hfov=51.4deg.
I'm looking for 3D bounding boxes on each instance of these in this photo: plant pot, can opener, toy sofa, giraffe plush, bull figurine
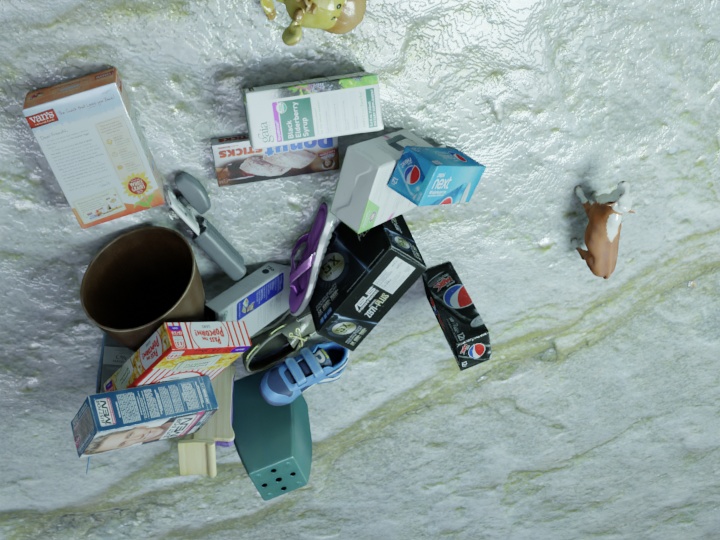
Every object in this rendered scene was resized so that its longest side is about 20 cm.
[{"bbox_3d":[-0.169,0.314,1.414,0.138,0.202,0.143,-20,130,1],"label":"plant pot"},{"bbox_3d":[-0.243,-0.065,1.204,0.065,0.053,0.201,-29,129,6],"label":"can opener"},{"bbox_3d":[-0.323,0.066,1.216,0.182,0.190,0.202,-18,144,-2],"label":"plant pot"},{"bbox_3d":[-0.273,0.264,1.347,0.095,0.202,0.085,1,127,-10],"label":"toy sofa"},{"bbox_3d":[-0.050,-0.369,0.961,0.194,0.164,0.176,-5,128,-13],"label":"giraffe plush"},{"bbox_3d":[0.432,-0.082,1.345,0.063,0.123,0.204,-10,128,-9],"label":"bull figurine"}]

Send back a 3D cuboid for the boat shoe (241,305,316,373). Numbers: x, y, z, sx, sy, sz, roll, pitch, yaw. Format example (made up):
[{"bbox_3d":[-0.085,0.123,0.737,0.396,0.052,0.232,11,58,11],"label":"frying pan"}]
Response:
[{"bbox_3d":[-0.130,0.121,1.370,0.198,0.061,0.073,-30,129,7],"label":"boat shoe"}]

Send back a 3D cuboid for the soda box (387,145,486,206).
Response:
[{"bbox_3d":[0.124,-0.147,1.169,0.198,0.064,0.069,-12,132,-59],"label":"soda box"}]

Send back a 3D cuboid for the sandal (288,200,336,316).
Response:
[{"bbox_3d":[-0.095,-0.025,1.261,0.049,0.083,0.207,14,106,-23],"label":"sandal"}]

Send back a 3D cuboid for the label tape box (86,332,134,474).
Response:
[{"bbox_3d":[-0.418,0.219,1.269,0.062,0.202,0.147,7,125,-20],"label":"label tape box"}]

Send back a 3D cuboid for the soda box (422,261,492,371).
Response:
[{"bbox_3d":[0.169,0.077,1.335,0.062,0.202,0.072,-18,130,-3],"label":"soda box"}]

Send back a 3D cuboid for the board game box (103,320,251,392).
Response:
[{"bbox_3d":[-0.286,0.147,1.165,0.149,0.047,0.199,2,146,-48],"label":"board game box"}]

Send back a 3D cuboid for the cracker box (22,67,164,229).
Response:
[{"bbox_3d":[-0.378,-0.173,1.081,0.130,0.058,0.204,-16,130,-5],"label":"cracker box"}]

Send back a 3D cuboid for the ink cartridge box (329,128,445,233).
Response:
[{"bbox_3d":[0.046,-0.148,1.182,0.198,0.067,0.119,-27,144,-49],"label":"ink cartridge box"}]

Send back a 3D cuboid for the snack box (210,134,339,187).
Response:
[{"bbox_3d":[-0.131,-0.181,1.168,0.194,0.025,0.073,-10,126,-9],"label":"snack box"}]

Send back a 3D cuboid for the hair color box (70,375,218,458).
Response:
[{"bbox_3d":[-0.327,0.221,1.143,0.196,0.062,0.100,-4,150,-41],"label":"hair color box"}]

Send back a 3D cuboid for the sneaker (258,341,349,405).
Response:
[{"bbox_3d":[-0.100,0.180,1.376,0.197,0.075,0.083,-22,159,-38],"label":"sneaker"}]

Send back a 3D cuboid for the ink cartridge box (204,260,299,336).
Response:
[{"bbox_3d":[-0.183,0.057,1.281,0.199,0.039,0.102,-35,142,-43],"label":"ink cartridge box"}]

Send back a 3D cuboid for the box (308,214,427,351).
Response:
[{"bbox_3d":[0.000,0.000,1.253,0.085,0.166,0.201,27,116,-32],"label":"box"}]

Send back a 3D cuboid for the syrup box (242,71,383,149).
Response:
[{"bbox_3d":[-0.071,-0.237,1.098,0.194,0.082,0.081,-10,110,-10],"label":"syrup box"}]
